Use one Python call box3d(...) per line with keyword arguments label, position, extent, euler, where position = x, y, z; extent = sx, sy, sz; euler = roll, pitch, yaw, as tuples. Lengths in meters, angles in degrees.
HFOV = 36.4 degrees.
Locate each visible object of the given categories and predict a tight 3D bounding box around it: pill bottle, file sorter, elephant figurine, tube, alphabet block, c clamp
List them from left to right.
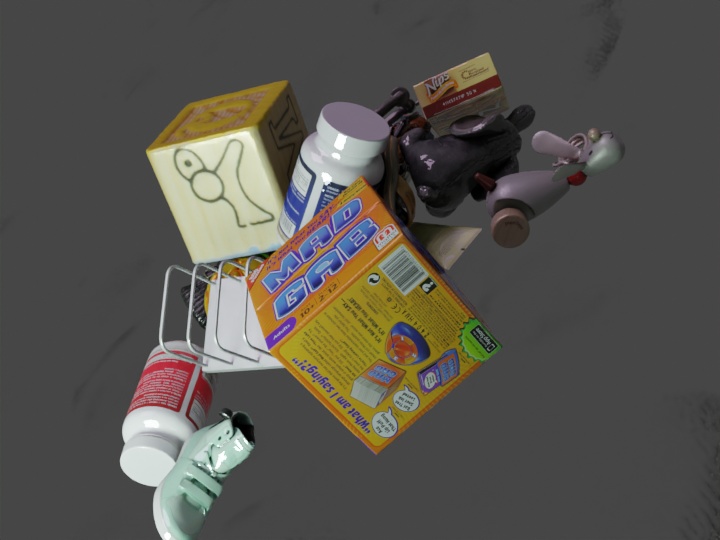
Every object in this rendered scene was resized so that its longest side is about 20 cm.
box3d(label="pill bottle", position=(-0.279, 0.208, 1.588), extent=(0.112, 0.112, 0.201), euler=(-28, 31, 29))
box3d(label="alphabet block", position=(-0.185, -0.153, 1.701), extent=(0.194, 0.201, 0.197), euler=(-10, 27, 18))
box3d(label="file sorter", position=(-0.164, 0.057, 1.531), extent=(0.198, 0.124, 0.140), euler=(-6, 70, 28))
box3d(label="pill bottle", position=(-0.034, -0.114, 1.451), extent=(0.116, 0.115, 0.201), euler=(-87, 15, -54))
box3d(label="c clamp", position=(0.045, -0.233, 1.606), extent=(0.170, 0.027, 0.200), euler=(-38, -2, 14))
box3d(label="tube", position=(0.082, -0.039, 1.518), extent=(0.199, 0.052, 0.059), euler=(11, 96, 55))
box3d(label="elephant figurine", position=(0.163, -0.166, 1.510), extent=(0.199, 0.142, 0.156), euler=(-23, 59, 6))

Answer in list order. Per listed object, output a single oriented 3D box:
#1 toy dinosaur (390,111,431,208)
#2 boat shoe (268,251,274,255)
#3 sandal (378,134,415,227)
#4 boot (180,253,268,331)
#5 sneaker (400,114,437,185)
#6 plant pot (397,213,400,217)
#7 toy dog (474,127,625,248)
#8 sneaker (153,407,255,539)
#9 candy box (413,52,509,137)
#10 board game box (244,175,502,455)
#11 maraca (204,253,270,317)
box3d(label="toy dinosaur", position=(0.033, -0.167, 1.596), extent=(0.102, 0.199, 0.136), euler=(51, 136, 28))
box3d(label="boat shoe", position=(-0.103, -0.064, 1.776), extent=(0.072, 0.071, 0.201), euler=(-29, 31, 27))
box3d(label="sandal", position=(0.047, -0.091, 1.464), extent=(0.080, 0.053, 0.202), euler=(117, 160, -59))
box3d(label="boot", position=(-0.232, 0.002, 1.853), extent=(0.158, 0.079, 0.211), euler=(-41, 27, 6))
box3d(label="sneaker", position=(0.038, -0.157, 1.700), extent=(0.075, 0.085, 0.201), euler=(3, 53, 55))
box3d(label="plant pot", position=(0.000, 0.000, 1.535), extent=(0.199, 0.027, 0.202), euler=(-28, 51, 40))
box3d(label="toy dog", position=(0.224, -0.125, 1.383), extent=(0.200, 0.096, 0.132), euler=(-44, 27, 0))
box3d(label="sneaker", position=(-0.199, 0.264, 1.432), extent=(0.118, 0.074, 0.201), euler=(-35, 25, 30))
box3d(label="candy box", position=(0.148, -0.248, 1.574), extent=(0.115, 0.056, 0.200), euler=(-22, -5, 10))
box3d(label="board game box", position=(0.010, 0.049, 1.316), extent=(0.200, 0.200, 0.200), euler=(-41, 27, 5))
box3d(label="maraca", position=(-0.159, 0.035, 1.674), extent=(0.199, 0.107, 0.138), euler=(-17, 70, 32))
